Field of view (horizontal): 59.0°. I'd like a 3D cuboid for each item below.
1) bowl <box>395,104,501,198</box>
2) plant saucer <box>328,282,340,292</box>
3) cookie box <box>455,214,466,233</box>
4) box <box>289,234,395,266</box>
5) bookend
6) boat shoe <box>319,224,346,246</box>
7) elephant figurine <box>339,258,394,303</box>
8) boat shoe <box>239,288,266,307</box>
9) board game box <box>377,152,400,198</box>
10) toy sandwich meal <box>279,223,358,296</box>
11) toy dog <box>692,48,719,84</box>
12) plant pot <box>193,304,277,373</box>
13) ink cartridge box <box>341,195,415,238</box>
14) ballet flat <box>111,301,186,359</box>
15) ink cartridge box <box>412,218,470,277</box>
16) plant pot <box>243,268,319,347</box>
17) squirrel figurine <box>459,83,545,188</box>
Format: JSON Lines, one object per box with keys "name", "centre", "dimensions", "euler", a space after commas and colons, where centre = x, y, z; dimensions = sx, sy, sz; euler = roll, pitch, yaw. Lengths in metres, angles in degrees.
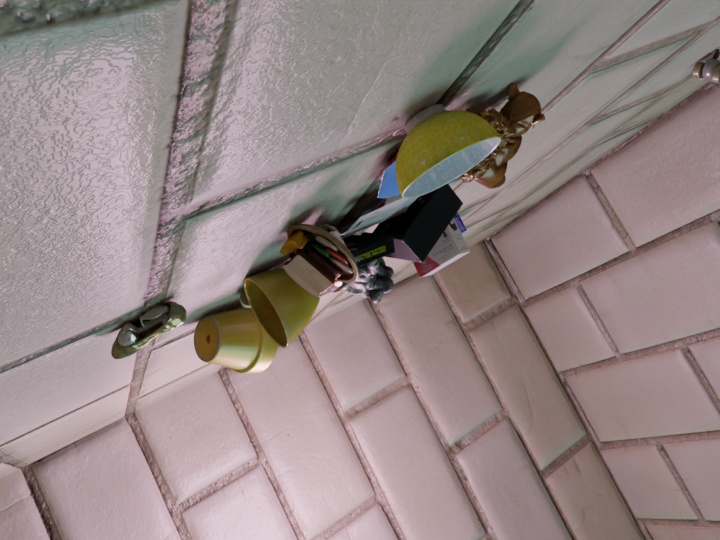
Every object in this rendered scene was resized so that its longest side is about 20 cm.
{"name": "bowl", "centre": [0.135, -0.223, 1.119], "dimensions": [0.198, 0.109, 0.200], "euler": [-28, 172, -4]}
{"name": "plant saucer", "centre": [-0.050, 0.037, 2.483], "dimensions": [0.198, 0.037, 0.200], "euler": [-29, 173, -4]}
{"name": "cookie box", "centre": [0.314, -0.132, 2.539], "dimensions": [0.198, 0.076, 0.171], "euler": [-28, 173, 1]}
{"name": "box", "centre": [-0.046, -0.043, 1.595], "dimensions": [0.191, 0.048, 0.198], "euler": [-25, -160, -35]}
{"name": "bookend", "centre": [0.133, -0.134, 1.677], "dimensions": [0.201, 0.092, 0.198], "euler": [-53, -151, -15]}
{"name": "boat shoe", "centre": [-0.077, -0.075, 1.497], "dimensions": [0.070, 0.071, 0.200], "euler": [-15, -170, -17]}
{"name": "elephant figurine", "centre": [0.000, 0.000, 1.724], "dimensions": [0.155, 0.142, 0.199], "euler": [-42, 149, 12]}
{"name": "boat shoe", "centre": [-0.237, 0.049, 1.748], "dimensions": [0.197, 0.076, 0.068], "euler": [-15, 171, -14]}
{"name": "board game box", "centre": [0.100, -0.220, 1.293], "dimensions": [0.156, 0.039, 0.200], "euler": [-26, 165, -13]}
{"name": "toy sandwich meal", "centre": [-0.095, -0.018, 1.373], "dimensions": [0.071, 0.204, 0.205], "euler": [-56, -176, -23]}
{"name": "toy dog", "centre": [1.164, -0.662, 2.072], "dimensions": [0.199, 0.130, 0.098], "euler": [-25, 135, -57]}
{"name": "plant pot", "centre": [-0.368, 0.196, 1.836], "dimensions": [0.200, 0.204, 0.187], "euler": [-33, 155, 35]}
{"name": "ink cartridge box", "centre": [0.045, -0.152, 1.518], "dimensions": [0.197, 0.058, 0.162], "euler": [-20, 170, -26]}
{"name": "ballet flat", "centre": [-0.480, 0.126, 1.407], "dimensions": [0.198, 0.072, 0.071], "euler": [-28, 173, 4]}
{"name": "ink cartridge box", "centre": [0.193, -0.106, 1.782], "dimensions": [0.144, 0.203, 0.084], "euler": [-32, 169, 30]}
{"name": "plant pot", "centre": [-0.187, 0.074, 1.633], "dimensions": [0.141, 0.202, 0.200], "euler": [-31, 175, -24]}
{"name": "squirrel figurine", "centre": [0.269, -0.264, 1.249], "dimensions": [0.186, 0.142, 0.199], "euler": [-42, 170, 36]}
